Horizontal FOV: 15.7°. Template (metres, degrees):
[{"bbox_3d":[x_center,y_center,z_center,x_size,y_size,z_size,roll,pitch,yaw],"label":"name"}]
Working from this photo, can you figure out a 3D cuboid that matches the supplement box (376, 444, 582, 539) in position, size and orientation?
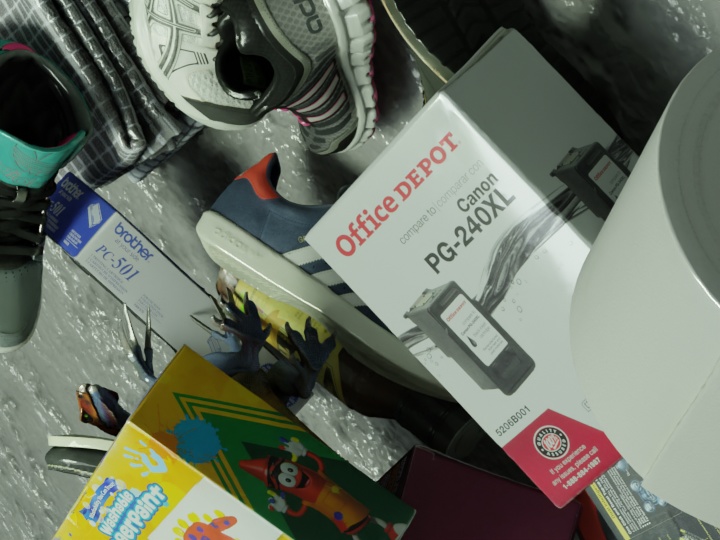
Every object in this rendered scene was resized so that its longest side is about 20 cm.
[{"bbox_3d":[0.050,0.185,1.623,0.110,0.086,0.200,20,160,-6],"label":"supplement box"}]

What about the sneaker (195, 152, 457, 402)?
[{"bbox_3d":[0.000,0.000,1.588,0.200,0.085,0.075,35,169,7],"label":"sneaker"}]

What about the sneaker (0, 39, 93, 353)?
[{"bbox_3d":[-0.214,-0.052,1.619,0.121,0.083,0.201,-13,83,61],"label":"sneaker"}]

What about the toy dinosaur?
[{"bbox_3d":[-0.102,0.083,1.583,0.182,0.105,0.201,-47,46,39],"label":"toy dinosaur"}]

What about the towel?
[{"bbox_3d":[-0.191,-0.147,1.693,0.200,0.085,0.165,56,150,-3],"label":"towel"}]

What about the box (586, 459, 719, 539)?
[{"bbox_3d":[0.190,0.097,1.406,0.161,0.049,0.200,-36,86,44],"label":"box"}]

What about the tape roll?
[{"bbox_3d":[0.209,0.006,1.189,0.203,0.202,0.139,45,147,15],"label":"tape roll"}]

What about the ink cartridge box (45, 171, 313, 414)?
[{"bbox_3d":[-0.124,0.023,1.715,0.200,0.044,0.094,44,176,-32],"label":"ink cartridge box"}]

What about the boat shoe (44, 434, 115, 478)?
[{"bbox_3d":[-0.107,0.152,1.637,0.199,0.068,0.072,21,172,-6],"label":"boat shoe"}]

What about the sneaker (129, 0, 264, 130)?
[{"bbox_3d":[-0.094,-0.171,1.546,0.088,0.076,0.201,6,126,51],"label":"sneaker"}]

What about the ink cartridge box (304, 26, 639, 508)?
[{"bbox_3d":[0.089,-0.001,1.336,0.200,0.083,0.145,46,134,2],"label":"ink cartridge box"}]

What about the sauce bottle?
[{"bbox_3d":[-0.005,0.049,1.653,0.200,0.065,0.065,38,146,26],"label":"sauce bottle"}]

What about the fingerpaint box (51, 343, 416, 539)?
[{"bbox_3d":[-0.084,0.160,1.533,0.167,0.073,0.200,35,140,0],"label":"fingerpaint box"}]

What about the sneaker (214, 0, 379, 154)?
[{"bbox_3d":[-0.040,-0.118,1.472,0.200,0.087,0.074,89,161,-70],"label":"sneaker"}]

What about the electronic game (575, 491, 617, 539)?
[{"bbox_3d":[0.194,0.157,1.512,0.200,0.042,0.201,34,144,29],"label":"electronic game"}]

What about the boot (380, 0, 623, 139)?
[{"bbox_3d":[0.041,-0.110,1.431,0.200,0.077,0.138,57,154,-2],"label":"boot"}]
